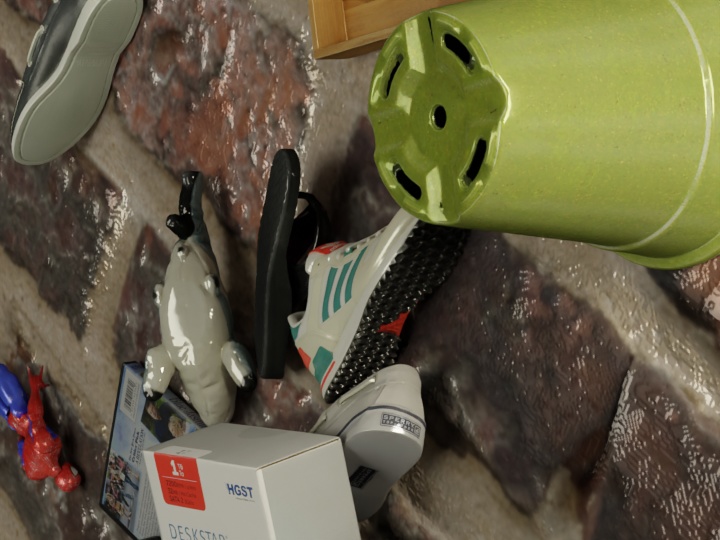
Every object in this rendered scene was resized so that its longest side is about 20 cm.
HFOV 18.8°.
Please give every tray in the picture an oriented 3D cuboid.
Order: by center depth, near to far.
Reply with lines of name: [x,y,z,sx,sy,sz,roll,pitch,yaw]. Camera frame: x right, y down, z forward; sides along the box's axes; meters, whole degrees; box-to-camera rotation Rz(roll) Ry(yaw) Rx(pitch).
tray: [0.034,-0.212,1.498,0.200,0.037,0.099,-9,87,52]

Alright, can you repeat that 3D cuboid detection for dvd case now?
dvd case: [-0.152,0.182,1.804,0.200,0.018,0.143,35,122,44]

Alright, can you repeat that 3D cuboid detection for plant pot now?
plant pot: [0.112,-0.095,1.283,0.200,0.189,0.201,7,99,52]

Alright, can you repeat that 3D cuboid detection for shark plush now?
shark plush: [-0.135,0.026,1.718,0.091,0.083,0.201,-18,84,11]

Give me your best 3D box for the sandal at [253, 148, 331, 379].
sandal: [-0.050,-0.008,1.624,0.075,0.048,0.201,-104,17,-50]

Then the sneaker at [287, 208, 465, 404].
sneaker: [0.000,0.000,1.538,0.093,0.070,0.200,52,135,27]

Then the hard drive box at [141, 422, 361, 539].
hard drive box: [-0.067,0.218,1.553,0.156,0.077,0.201,0,104,54]

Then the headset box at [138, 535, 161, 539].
headset box: [-0.190,0.344,1.795,0.200,0.093,0.174,56,140,29]

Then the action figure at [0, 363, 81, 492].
action figure: [-0.312,0.125,1.981,0.200,0.052,0.066,53,138,28]

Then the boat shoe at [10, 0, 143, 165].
boat shoe: [-0.248,-0.178,1.846,0.200,0.075,0.060,-53,54,26]

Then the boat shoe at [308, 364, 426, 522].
boat shoe: [-0.008,0.127,1.572,0.200,0.072,0.066,125,159,-56]
